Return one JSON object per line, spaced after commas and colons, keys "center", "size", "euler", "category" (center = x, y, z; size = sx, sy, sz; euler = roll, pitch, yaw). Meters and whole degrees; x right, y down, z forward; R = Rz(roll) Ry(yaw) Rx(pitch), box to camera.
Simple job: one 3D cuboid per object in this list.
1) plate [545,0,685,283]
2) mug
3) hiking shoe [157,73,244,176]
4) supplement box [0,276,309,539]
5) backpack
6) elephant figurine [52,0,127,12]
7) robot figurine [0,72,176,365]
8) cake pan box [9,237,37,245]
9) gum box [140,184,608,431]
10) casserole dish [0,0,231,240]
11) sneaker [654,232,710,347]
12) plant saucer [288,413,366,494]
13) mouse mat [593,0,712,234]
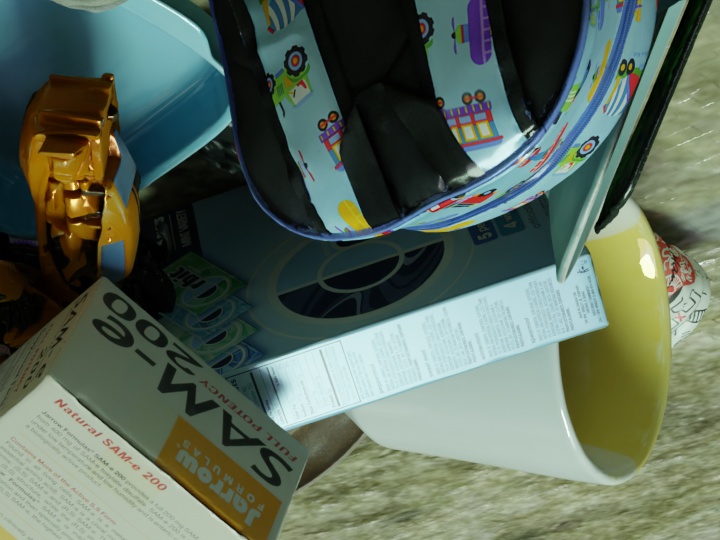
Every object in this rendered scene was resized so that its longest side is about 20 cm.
{"center": [0.112, -0.091, 0.976], "size": [0.025, 0.201, 0.200], "euler": [21, 158, 6], "category": "plate"}
{"center": [0.072, 0.046, 1.227], "size": [0.153, 0.150, 0.187], "euler": [-2, 142, 29], "category": "mug"}
{"center": [0.000, -0.084, 1.057], "size": [0.199, 0.087, 0.074], "euler": [8, 148, 16], "category": "hiking shoe"}
{"center": [-0.136, 0.110, 1.039], "size": [0.126, 0.074, 0.200], "euler": [42, 126, -15], "category": "supplement box"}
{"center": [0.033, -0.105, 0.854], "size": [0.182, 0.201, 0.134], "euler": [-26, 153, 31], "category": "backpack"}
{"center": [-0.127, -0.153, 0.804], "size": [0.142, 0.155, 0.200], "euler": [-50, 177, -15], "category": "elephant figurine"}
{"center": [-0.155, -0.018, 1.023], "size": [0.144, 0.058, 0.200], "euler": [10, 145, 4], "category": "robot figurine"}
{"center": [-0.245, 0.039, 1.275], "size": [0.183, 0.052, 0.200], "euler": [-6, 157, -5], "category": "cake pan box"}
{"center": [0.000, 0.000, 1.113], "size": [0.199, 0.170, 0.045], "euler": [-18, 120, -1], "category": "gum box"}
{"center": [-0.136, -0.079, 1.018], "size": [0.121, 0.039, 0.200], "euler": [29, 140, -28], "category": "casserole dish"}
{"center": [0.113, 0.036, 1.399], "size": [0.201, 0.067, 0.108], "euler": [-29, 149, 32], "category": "sneaker"}
{"center": [-0.063, 0.044, 1.271], "size": [0.200, 0.034, 0.201], "euler": [-18, 127, -26], "category": "plant saucer"}
{"center": [0.126, -0.093, 0.913], "size": [0.008, 0.161, 0.200], "euler": [23, 179, 3], "category": "mouse mat"}
